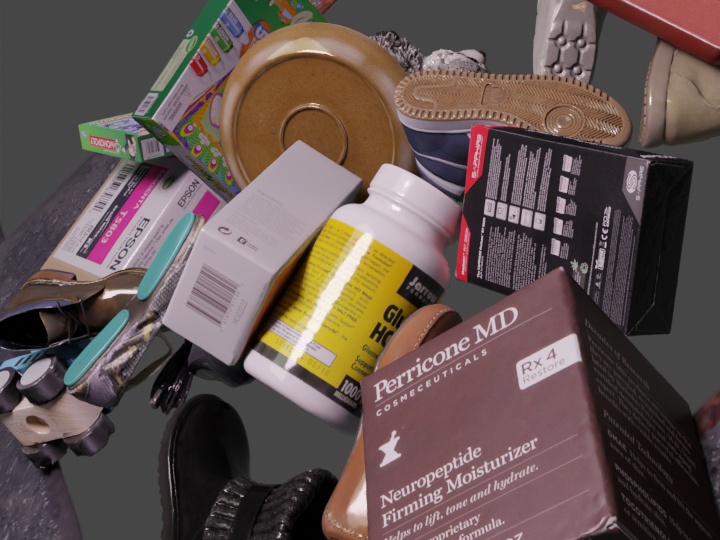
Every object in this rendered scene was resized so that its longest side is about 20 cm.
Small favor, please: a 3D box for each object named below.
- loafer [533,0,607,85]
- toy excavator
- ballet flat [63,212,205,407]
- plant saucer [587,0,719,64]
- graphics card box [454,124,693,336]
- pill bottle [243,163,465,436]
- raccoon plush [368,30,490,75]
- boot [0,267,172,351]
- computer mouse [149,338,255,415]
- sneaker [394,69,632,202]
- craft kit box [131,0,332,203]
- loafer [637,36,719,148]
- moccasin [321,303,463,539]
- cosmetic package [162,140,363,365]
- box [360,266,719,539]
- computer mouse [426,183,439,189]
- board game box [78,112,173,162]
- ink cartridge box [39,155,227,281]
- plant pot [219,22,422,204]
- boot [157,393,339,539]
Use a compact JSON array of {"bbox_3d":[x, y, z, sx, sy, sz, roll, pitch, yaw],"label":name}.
[{"bbox_3d":[0.182,-0.245,1.239,0.070,0.069,0.202,-104,26,-72],"label":"loafer"},{"bbox_3d":[-0.307,0.095,1.503,0.193,0.100,0.201,-15,33,36],"label":"toy excavator"},{"bbox_3d":[-0.187,0.042,1.340,0.201,0.072,0.072,-53,34,1],"label":"ballet flat"},{"bbox_3d":[0.261,-0.234,1.130,0.199,0.037,0.199,-33,49,-28],"label":"plant saucer"},{"bbox_3d":[0.152,-0.035,1.091,0.199,0.050,0.127,19,106,55],"label":"graphics card box"},{"bbox_3d":[0.002,0.021,1.183,0.112,0.112,0.201,25,82,55],"label":"pill bottle"},{"bbox_3d":[0.040,-0.124,1.340,0.134,0.096,0.201,37,97,48],"label":"raccoon plush"},{"bbox_3d":[-0.254,0.048,1.397,0.198,0.075,0.097,0,26,24],"label":"boot"},{"bbox_3d":[-0.127,0.059,1.316,0.139,0.053,0.199,-58,20,-20],"label":"computer mouse"},{"bbox_3d":[0.130,-0.105,1.235,0.198,0.109,0.071,11,57,18],"label":"sneaker"},{"bbox_3d":[-0.091,-0.163,1.411,0.048,0.197,0.201,11,65,48],"label":"craft kit box"},{"bbox_3d":[0.258,-0.159,1.135,0.068,0.076,0.201,13,48,10],"label":"loafer"},{"bbox_3d":[0.038,0.118,1.100,0.077,0.074,0.203,2,55,38],"label":"moccasin"},{"bbox_3d":[-0.078,-0.018,1.224,0.102,0.071,0.200,-63,-6,32],"label":"cosmetic package"},{"bbox_3d":[0.112,0.147,0.904,0.165,0.164,0.201,-31,37,23],"label":"box"},{"bbox_3d":[0.000,0.000,1.284,0.200,0.034,0.059,-41,19,18],"label":"computer mouse"},{"bbox_3d":[-0.174,-0.153,1.533,0.199,0.029,0.134,-18,18,-32],"label":"board game box"},{"bbox_3d":[-0.226,-0.043,1.550,0.164,0.075,0.201,14,66,54],"label":"ink cartridge box"},{"bbox_3d":[-0.039,-0.118,1.316,0.199,0.201,0.027,-29,7,26],"label":"plant pot"},{"bbox_3d":[-0.084,0.174,1.168,0.157,0.079,0.213,-30,48,36],"label":"boot"}]
